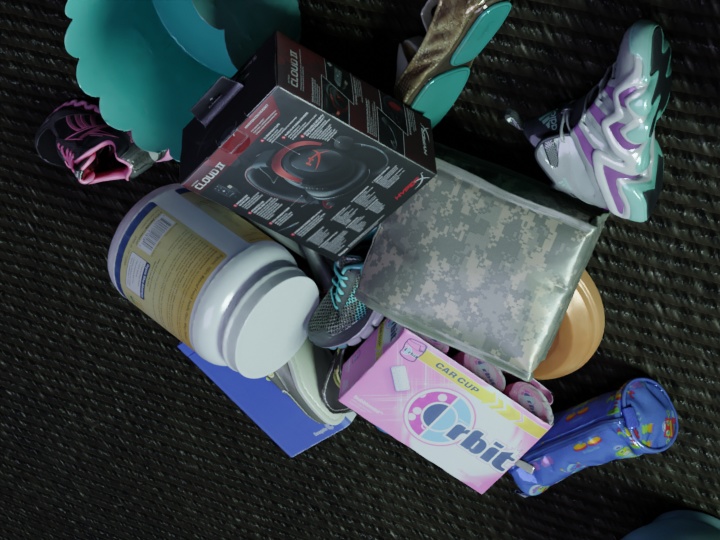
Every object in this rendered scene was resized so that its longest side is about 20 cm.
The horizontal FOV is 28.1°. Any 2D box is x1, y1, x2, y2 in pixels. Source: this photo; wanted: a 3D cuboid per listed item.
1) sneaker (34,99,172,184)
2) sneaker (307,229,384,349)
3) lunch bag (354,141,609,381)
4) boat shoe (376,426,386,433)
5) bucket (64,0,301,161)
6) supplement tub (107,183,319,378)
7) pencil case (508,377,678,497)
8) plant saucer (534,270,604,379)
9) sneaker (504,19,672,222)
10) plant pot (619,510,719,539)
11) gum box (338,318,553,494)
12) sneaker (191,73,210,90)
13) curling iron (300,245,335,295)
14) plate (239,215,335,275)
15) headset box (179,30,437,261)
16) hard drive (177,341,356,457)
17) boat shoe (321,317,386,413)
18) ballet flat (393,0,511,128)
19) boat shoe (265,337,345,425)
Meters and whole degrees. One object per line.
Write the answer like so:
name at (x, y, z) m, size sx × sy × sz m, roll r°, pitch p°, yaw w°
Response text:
sneaker at (-0.293, -0.130, 1.557) m, size 0.199 × 0.096 × 0.079 m, roll 2°, pitch 130°, yaw 37°
sneaker at (0.000, 0.000, 1.452) m, size 0.091 × 0.078 × 0.200 m, roll 23°, pitch 123°, yaw -36°
lunch bag at (0.107, -0.015, 1.348) m, size 0.199 × 0.118 × 0.165 m, roll 24°, pitch 107°, yaw 11°
boat shoe at (0.081, 0.151, 1.575) m, size 0.199 × 0.084 × 0.069 m, roll -3°, pitch 128°, yaw 33°
bucket at (-0.163, -0.221, 1.359) m, size 0.206 × 0.135 × 0.208 m, roll 18°, pitch 134°, yaw 19°
supplement tub at (-0.155, 0.011, 1.523) m, size 0.200 × 0.144 × 0.145 m, roll 34°, pitch 142°, yaw 30°
pencil case at (0.232, 0.175, 1.495) m, size 0.200 × 0.087 × 0.078 m, roll -30°, pitch 75°, yaw 45°
plant saucer at (0.149, 0.039, 1.463) m, size 0.199 × 0.038 × 0.201 m, roll 18°, pitch 135°, yaw 19°
sneaker at (0.192, -0.134, 1.245) m, size 0.139 × 0.078 × 0.201 m, roll 15°, pitch 134°, yaw 21°
plant pot at (0.345, 0.343, 1.535) m, size 0.199 × 0.134 × 0.201 m, roll 18°, pitch 135°, yaw 19°
gum box at (0.091, 0.130, 1.461) m, size 0.200 × 0.066 × 0.114 m, roll 34°, pitch 119°, yaw -16°
sneaker at (-0.136, -0.116, 1.465) m, size 0.200 × 0.066 × 0.079 m, roll 47°, pitch 159°, yaw 21°
curling iron at (-0.041, 0.017, 1.533) m, size 0.049 × 0.026 × 0.200 m, roll 15°, pitch 153°, yaw 21°
plate at (-0.045, -0.075, 1.491) m, size 0.199 × 0.032 × 0.200 m, roll 34°, pitch 138°, yaw 4°
headset box at (-0.055, -0.110, 1.275) m, size 0.199 × 0.075 × 0.149 m, roll 25°, pitch 131°, yaw -30°
hard drive at (-0.115, 0.132, 1.729) m, size 0.200 × 0.025 × 0.132 m, roll 45°, pitch 137°, yaw -10°
boat shoe at (0.003, 0.099, 1.552) m, size 0.072 × 0.060 × 0.201 m, roll 48°, pitch 135°, yaw 11°
ballet flat at (0.071, -0.199, 1.290) m, size 0.065 × 0.070 × 0.200 m, roll 56°, pitch 139°, yaw 18°
boat shoe at (-0.087, 0.094, 1.643) m, size 0.060 × 0.072 × 0.202 m, roll -23°, pitch 106°, yaw 40°
